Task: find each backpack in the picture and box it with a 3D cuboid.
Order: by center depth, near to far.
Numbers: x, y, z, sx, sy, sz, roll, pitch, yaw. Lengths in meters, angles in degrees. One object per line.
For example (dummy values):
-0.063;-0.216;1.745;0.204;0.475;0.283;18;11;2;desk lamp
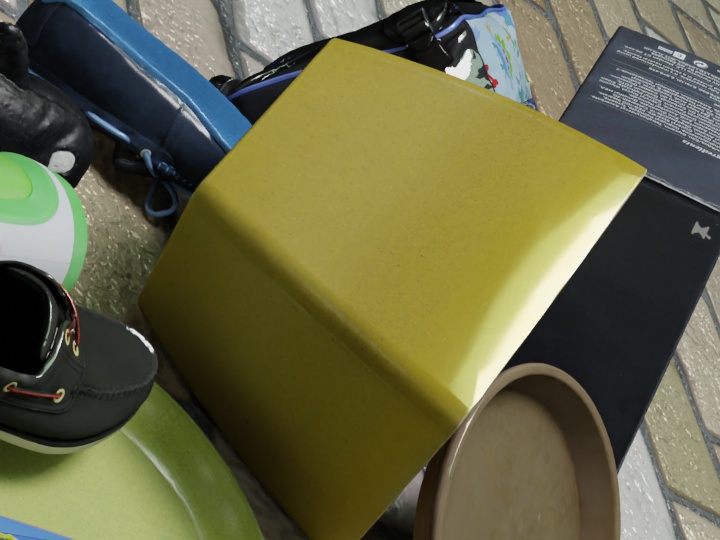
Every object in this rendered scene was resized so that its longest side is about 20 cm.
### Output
0.023;-0.088;1.437;0.200;0.183;0.147;-41;113;-70;backpack

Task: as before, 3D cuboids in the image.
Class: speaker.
-0.216;-0.022;1.035;0.200;0.088;0.089;9;48;-56;speaker

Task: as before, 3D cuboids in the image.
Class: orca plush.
-0.208;-0.119;1.196;0.200;0.071;0.105;43;26;-18;orca plush

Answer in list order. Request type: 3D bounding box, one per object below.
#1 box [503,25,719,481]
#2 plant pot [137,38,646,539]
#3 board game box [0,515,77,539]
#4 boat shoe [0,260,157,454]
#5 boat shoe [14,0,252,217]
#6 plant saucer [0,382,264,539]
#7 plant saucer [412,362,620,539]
0.158;-0.014;1.403;0.124;0.200;0.197;24;30;6;box
0.000;0.000;1.205;0.176;0.200;0.200;38;57;1;plant pot
-0.171;0.123;0.878;0.200;0.019;0.103;18;30;0;board game box
-0.154;0.035;1.024;0.201;0.063;0.074;14;42;-55;boat shoe
-0.121;-0.087;1.316;0.200;0.069;0.084;44;16;-16;boat shoe
-0.121;0.118;1.074;0.200;0.031;0.200;38;28;-25;plant saucer
0.088;0.152;1.285;0.200;0.029;0.201;0;90;-54;plant saucer
